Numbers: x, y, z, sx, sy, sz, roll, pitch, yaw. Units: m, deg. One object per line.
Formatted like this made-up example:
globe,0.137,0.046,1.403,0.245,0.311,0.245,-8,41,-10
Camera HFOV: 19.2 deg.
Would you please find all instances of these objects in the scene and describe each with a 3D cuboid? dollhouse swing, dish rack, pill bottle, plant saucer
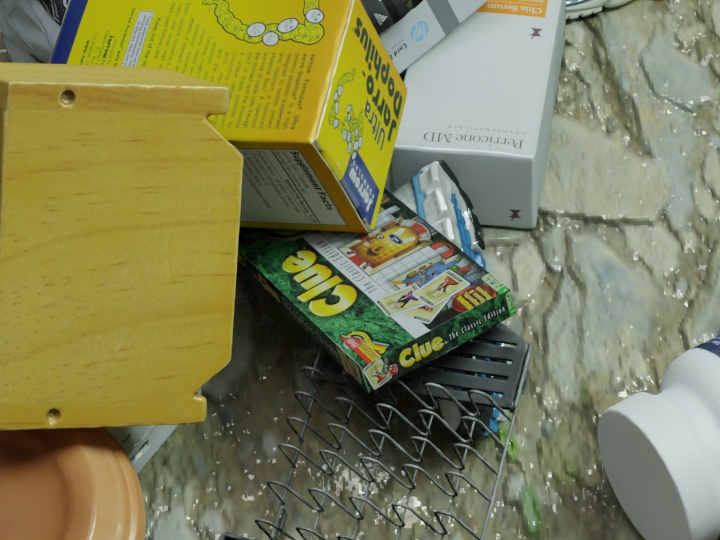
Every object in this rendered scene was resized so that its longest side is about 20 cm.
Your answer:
dollhouse swing,-0.182,-0.027,1.277,0.180,0.202,0.176,0,14,-19
dish rack,0.015,0.107,1.228,0.152,0.055,0.202,7,67,26
pill bottle,0.246,0.083,1.236,0.199,0.116,0.116,-23,50,-17
plant saucer,-0.225,0.153,1.239,0.198,0.038,0.202,-4,57,7

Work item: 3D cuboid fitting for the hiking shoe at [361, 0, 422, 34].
hiking shoe,0.008,-0.232,1.442,0.100,0.076,0.201,-19,50,9

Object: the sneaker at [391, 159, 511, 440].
sneaker,0.040,0.030,1.345,0.086,0.075,0.201,-25,49,18

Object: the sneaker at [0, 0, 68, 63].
sneaker,-0.195,-0.162,1.504,0.075,0.115,0.200,-31,68,-22

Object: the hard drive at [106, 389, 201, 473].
hard drive,-0.218,0.077,1.337,0.199,0.026,0.132,24,54,23

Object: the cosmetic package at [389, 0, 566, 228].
cosmetic package,0.084,-0.127,1.470,0.100,0.072,0.201,5,49,8

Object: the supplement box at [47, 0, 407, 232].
supplement box,-0.087,-0.099,1.322,0.198,0.109,0.110,3,63,23

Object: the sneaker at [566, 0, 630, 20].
sneaker,0.204,-0.246,1.564,0.199,0.080,0.078,-22,50,-17

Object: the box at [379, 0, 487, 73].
box,-0.014,-0.177,1.479,0.200,0.041,0.156,-40,38,-8

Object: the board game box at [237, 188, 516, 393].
board game box,0.000,0.000,1.296,0.104,0.024,0.200,-30,36,-15
